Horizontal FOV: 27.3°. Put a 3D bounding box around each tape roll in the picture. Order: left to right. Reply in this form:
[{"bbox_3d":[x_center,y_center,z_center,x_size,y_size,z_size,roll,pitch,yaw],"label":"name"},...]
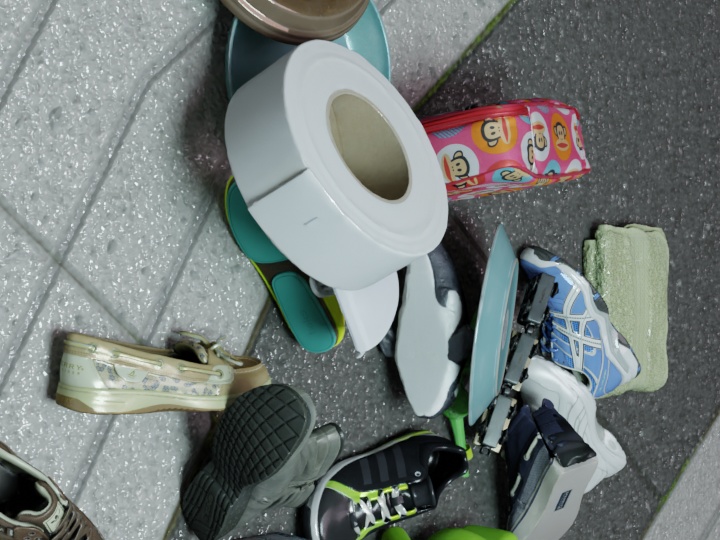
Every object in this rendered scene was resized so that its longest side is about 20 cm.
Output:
[{"bbox_3d":[-0.017,-0.087,1.220,0.202,0.071,0.203,35,40,-36],"label":"tape roll"}]

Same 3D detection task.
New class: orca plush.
[{"bbox_3d":[0.070,0.038,1.430,0.071,0.105,0.200,-5,75,-56],"label":"orca plush"}]

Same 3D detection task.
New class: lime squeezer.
[{"bbox_3d":[0.110,0.111,1.509,0.071,0.038,0.200,13,84,-46],"label":"lime squeezer"}]

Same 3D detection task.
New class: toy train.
[{"bbox_3d":[0.158,0.096,1.527,0.034,0.046,0.200,22,78,-5],"label":"toy train"}]

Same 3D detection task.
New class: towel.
[{"bbox_3d":[0.309,0.046,1.712,0.148,0.036,0.200,-2,95,-45],"label":"towel"}]

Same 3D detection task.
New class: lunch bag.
[{"bbox_3d":[0.105,-0.105,1.391,0.200,0.176,0.082,-6,85,-60],"label":"lunch bag"}]

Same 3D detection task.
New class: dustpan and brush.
[{"bbox_3d":[0.000,0.000,1.313,0.200,0.057,0.140,-19,87,-60],"label":"dustpan and brush"}]

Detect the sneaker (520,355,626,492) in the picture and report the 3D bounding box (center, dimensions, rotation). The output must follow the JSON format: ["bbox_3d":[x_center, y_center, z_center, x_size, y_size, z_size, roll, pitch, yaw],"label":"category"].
[{"bbox_3d":[0.209,0.175,1.593,0.099,0.078,0.200,-45,117,-15],"label":"sneaker"}]

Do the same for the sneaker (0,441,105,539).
[{"bbox_3d":[-0.247,0.192,1.116,0.200,0.076,0.070,48,61,-37],"label":"sneaker"}]

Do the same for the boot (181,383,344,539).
[{"bbox_3d":[-0.063,0.148,1.256,0.131,0.200,0.068,-16,62,-44],"label":"boot"}]

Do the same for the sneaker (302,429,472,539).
[{"bbox_3d":[0.030,0.204,1.401,0.200,0.083,0.072,-31,115,-40],"label":"sneaker"}]

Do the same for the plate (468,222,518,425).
[{"bbox_3d":[0.132,0.054,1.442,0.200,0.026,0.200,7,90,-80],"label":"plate"}]

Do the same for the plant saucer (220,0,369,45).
[{"bbox_3d":[-0.060,-0.290,1.262,0.200,0.029,0.200,12,71,-36],"label":"plant saucer"}]

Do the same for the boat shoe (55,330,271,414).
[{"bbox_3d":[-0.153,0.080,1.206,0.200,0.073,0.063,-1,97,-45],"label":"boat shoe"}]

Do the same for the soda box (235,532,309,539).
[{"bbox_3d":[-0.077,0.339,1.317,0.068,0.064,0.200,0,94,-46],"label":"soda box"}]

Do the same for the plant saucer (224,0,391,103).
[{"bbox_3d":[-0.052,-0.177,1.315,0.200,0.036,0.200,-5,98,-45],"label":"plant saucer"}]

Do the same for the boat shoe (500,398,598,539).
[{"bbox_3d":[0.183,0.220,1.558,0.075,0.093,0.200,-13,142,-30],"label":"boat shoe"}]

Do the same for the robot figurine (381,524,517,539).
[{"bbox_3d":[0.079,0.331,1.439,0.200,0.116,0.176,-40,119,-36],"label":"robot figurine"}]

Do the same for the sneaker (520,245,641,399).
[{"bbox_3d":[0.227,0.060,1.599,0.077,0.076,0.200,-38,109,-7],"label":"sneaker"}]

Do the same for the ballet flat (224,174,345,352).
[{"bbox_3d":[-0.062,-0.018,1.309,0.200,0.067,0.067,65,30,-31],"label":"ballet flat"}]
